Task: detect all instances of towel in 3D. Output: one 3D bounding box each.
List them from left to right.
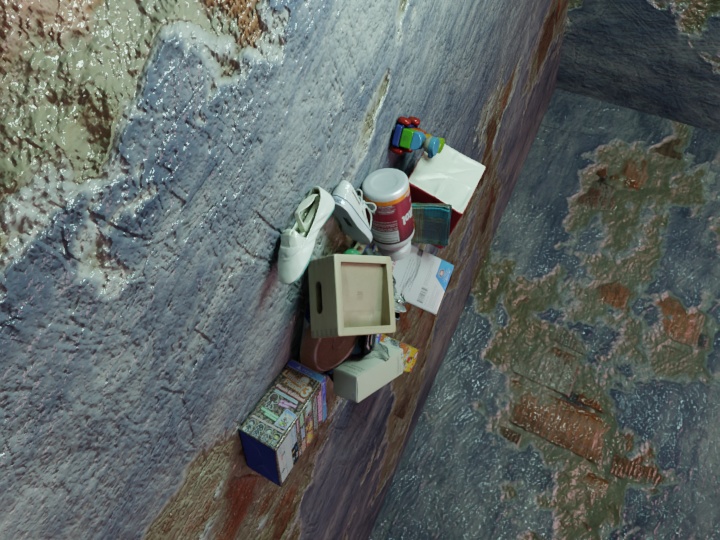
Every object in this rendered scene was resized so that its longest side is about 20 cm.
[{"bbox_3d":[0.132,-0.117,1.486,0.149,0.193,0.022,83,13,-52],"label":"towel"}]

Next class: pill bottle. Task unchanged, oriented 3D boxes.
[{"bbox_3d":[0.070,-0.127,1.383,0.114,0.110,0.204,-53,146,-35],"label":"pill bottle"}]

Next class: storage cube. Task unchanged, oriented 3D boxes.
[{"bbox_3d":[0.205,-0.203,1.559,0.203,0.168,0.181,-58,176,-28],"label":"storage cube"}]

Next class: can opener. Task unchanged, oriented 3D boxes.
[{"bbox_3d":[0.046,0.036,1.336,0.052,0.202,0.068,14,123,-33],"label":"can opener"}]

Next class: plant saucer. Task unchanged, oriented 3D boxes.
[{"bbox_3d":[-0.056,0.149,1.335,0.198,0.034,0.205,-34,139,-35],"label":"plant saucer"}]

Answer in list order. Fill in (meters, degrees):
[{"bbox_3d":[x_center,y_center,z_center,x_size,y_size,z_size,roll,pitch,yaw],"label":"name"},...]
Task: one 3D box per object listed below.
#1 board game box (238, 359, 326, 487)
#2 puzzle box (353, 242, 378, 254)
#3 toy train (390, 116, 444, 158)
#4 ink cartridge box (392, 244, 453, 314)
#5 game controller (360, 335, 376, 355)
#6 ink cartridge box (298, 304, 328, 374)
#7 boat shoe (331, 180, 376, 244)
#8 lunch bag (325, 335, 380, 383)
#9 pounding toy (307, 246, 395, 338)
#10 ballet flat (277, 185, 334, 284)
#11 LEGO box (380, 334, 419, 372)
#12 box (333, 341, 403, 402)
[{"bbox_3d":[-0.164,0.334,1.289,0.201,0.095,0.162,-52,155,-39],"label":"board game box"},{"bbox_3d":[0.000,0.000,1.438,0.202,0.025,0.136,-61,154,-42],"label":"puzzle box"},{"bbox_3d":[0.161,-0.327,1.461,0.199,0.113,0.087,-28,137,-61],"label":"toy train"},{"bbox_3d":[0.140,0.013,1.629,0.149,0.196,0.083,-67,-161,-2],"label":"ink cartridge box"},{"bbox_3d":[0.022,0.102,1.425,0.104,0.041,0.207,10,86,-77],"label":"game controller"},{"bbox_3d":[-0.094,0.161,1.357,0.098,0.039,0.205,-22,131,-43],"label":"ink cartridge box"},{"bbox_3d":[-0.010,-0.134,1.276,0.088,0.073,0.202,-65,151,-15],"label":"boat shoe"},{"bbox_3d":[-0.011,0.189,1.503,0.149,0.093,0.205,22,91,-55],"label":"lunch bag"},{"bbox_3d":[-0.021,0.036,1.246,0.180,0.140,0.207,2,82,-39],"label":"pounding toy"},{"bbox_3d":[-0.111,-0.072,1.082,0.070,0.068,0.204,76,35,-59],"label":"ballet flat"},{"bbox_3d":[0.088,0.246,1.805,0.079,0.146,0.200,-66,160,-4],"label":"LEGO box"},{"bbox_3d":[0.022,0.246,1.440,0.198,0.080,0.071,-21,116,-51],"label":"box"}]
